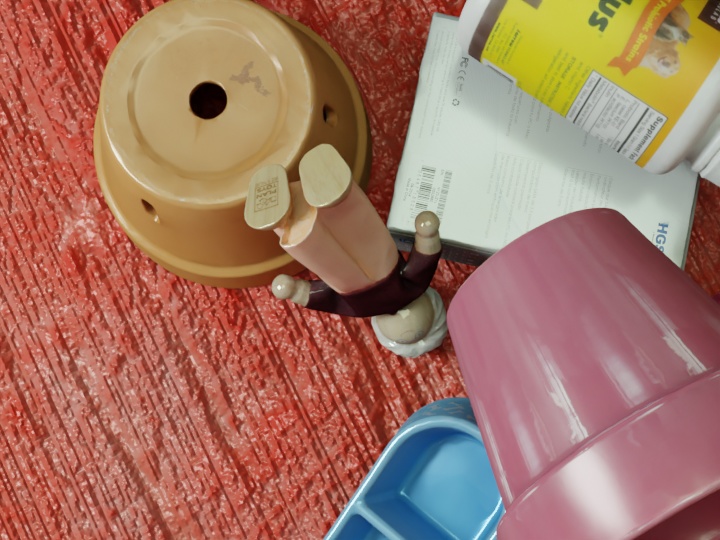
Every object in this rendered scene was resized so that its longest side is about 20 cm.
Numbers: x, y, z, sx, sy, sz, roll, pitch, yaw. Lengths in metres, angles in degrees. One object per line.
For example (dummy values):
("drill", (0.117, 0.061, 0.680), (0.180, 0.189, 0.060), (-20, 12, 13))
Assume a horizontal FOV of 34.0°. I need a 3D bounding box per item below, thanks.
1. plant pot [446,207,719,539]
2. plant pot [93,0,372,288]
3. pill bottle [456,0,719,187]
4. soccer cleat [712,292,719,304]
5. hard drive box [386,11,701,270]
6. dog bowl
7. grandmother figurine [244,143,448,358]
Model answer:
("plant pot", (0.145, 0.073, 0.683), (0.199, 0.200, 0.180), (-29, 65, -2))
("plant pot", (-0.093, -0.096, 0.792), (0.198, 0.140, 0.202), (0, 82, 3))
("pill bottle", (0.166, -0.135, 0.728), (0.199, 0.109, 0.110), (34, 84, 6))
("soccer cleat", (0.194, 0.101, 0.797), (0.200, 0.070, 0.086), (-41, 91, 2))
("hard drive box", (0.129, -0.074, 0.813), (0.198, 0.077, 0.157), (13, 83, 4))
("dog bowl", (0.035, 0.176, 0.769), (0.111, 0.050, 0.201), (37, 97, 18))
("grandmother figurine", (0.000, 0.000, 0.758), (0.120, 0.200, 0.061), (-11, 57, 25))
